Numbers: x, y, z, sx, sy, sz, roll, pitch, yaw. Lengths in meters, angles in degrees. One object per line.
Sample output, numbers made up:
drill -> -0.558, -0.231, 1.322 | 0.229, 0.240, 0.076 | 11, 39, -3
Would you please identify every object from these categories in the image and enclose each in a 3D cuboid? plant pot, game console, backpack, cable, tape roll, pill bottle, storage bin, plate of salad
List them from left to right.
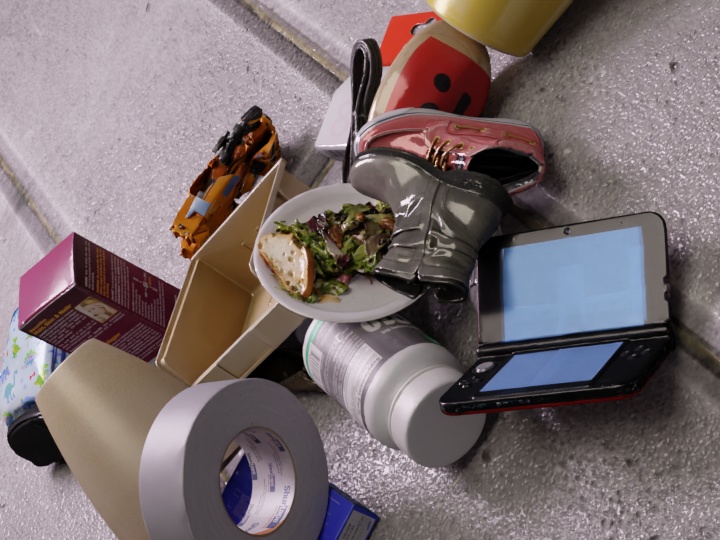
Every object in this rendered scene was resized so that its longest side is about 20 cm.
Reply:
backpack -> -0.393, 0.128, 1.985 | 0.162, 0.153, 0.201 | -26, 35, 43
plant pot -> -0.249, 0.175, 1.652 | 0.187, 0.200, 0.187 | -47, -3, -3
tape roll -> -0.121, 0.208, 1.499 | 0.066, 0.200, 0.202 | -11, 58, 41
storage bin -> -0.125, 0.018, 1.711 | 0.200, 0.093, 0.200 | -43, 22, 37
plate of salad -> -0.013, -0.028, 1.580 | 0.198, 0.048, 0.201 | -2, 46, 2
cable -> 0.011, -0.159, 1.722 | 0.097, 0.050, 0.203 | -166, 74, -64
pill bottle -> 0.034, 0.110, 1.533 | 0.114, 0.113, 0.200 | -56, 39, 3
plant pot -> 0.167, -0.342, 1.631 | 0.190, 0.199, 0.201 | -60, 36, 22
game console -> 0.173, 0.040, 1.389 | 0.198, 0.120, 0.172 | -10, 15, 32

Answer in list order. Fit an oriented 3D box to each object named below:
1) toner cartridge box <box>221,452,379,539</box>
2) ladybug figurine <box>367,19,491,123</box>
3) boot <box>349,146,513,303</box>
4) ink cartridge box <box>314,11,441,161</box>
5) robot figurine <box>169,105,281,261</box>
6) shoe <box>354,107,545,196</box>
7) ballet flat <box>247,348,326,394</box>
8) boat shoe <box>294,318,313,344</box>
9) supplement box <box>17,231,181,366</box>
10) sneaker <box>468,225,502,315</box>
toner cartridge box -> -0.070, 0.255, 1.609 | 0.199, 0.043, 0.096 | 27, 85, 52
ladybug figurine -> 0.079, -0.175, 1.653 | 0.072, 0.135, 0.201 | 24, 83, 43
boot -> 0.043, -0.044, 1.504 | 0.199, 0.068, 0.131 | 16, 65, 38
ink cartridge box -> 0.042, -0.225, 1.795 | 0.162, 0.057, 0.202 | 4, 74, 49
robot figurine -> -0.160, -0.106, 1.888 | 0.058, 0.145, 0.201 | 30, 75, 11
shoe -> 0.091, -0.119, 1.561 | 0.091, 0.198, 0.072 | -85, -3, -68
ballet flat -> -0.097, 0.114, 1.726 | 0.199, 0.046, 0.068 | -5, 62, 46
boat shoe -> 0.000, 0.000, 1.677 | 0.200, 0.072, 0.066 | -47, 36, 13
supplement box -> -0.308, 0.052, 1.873 | 0.110, 0.199, 0.086 | -35, 43, 28
sneaker -> 0.116, -0.009, 1.544 | 0.075, 0.082, 0.201 | -46, 40, 16
